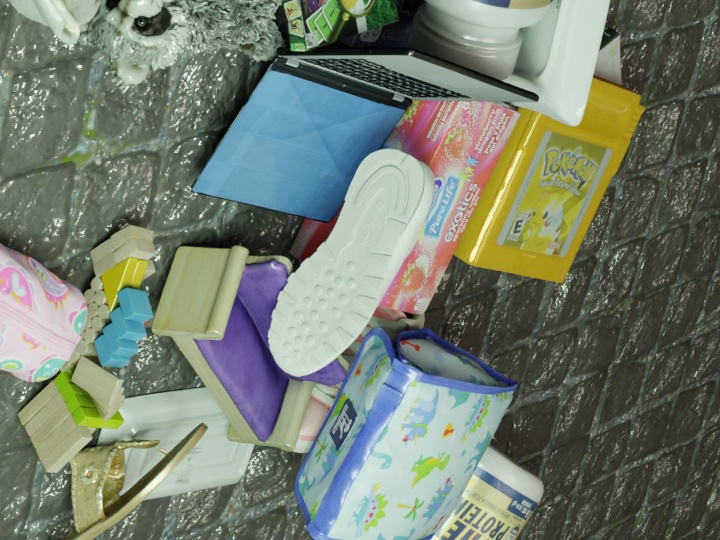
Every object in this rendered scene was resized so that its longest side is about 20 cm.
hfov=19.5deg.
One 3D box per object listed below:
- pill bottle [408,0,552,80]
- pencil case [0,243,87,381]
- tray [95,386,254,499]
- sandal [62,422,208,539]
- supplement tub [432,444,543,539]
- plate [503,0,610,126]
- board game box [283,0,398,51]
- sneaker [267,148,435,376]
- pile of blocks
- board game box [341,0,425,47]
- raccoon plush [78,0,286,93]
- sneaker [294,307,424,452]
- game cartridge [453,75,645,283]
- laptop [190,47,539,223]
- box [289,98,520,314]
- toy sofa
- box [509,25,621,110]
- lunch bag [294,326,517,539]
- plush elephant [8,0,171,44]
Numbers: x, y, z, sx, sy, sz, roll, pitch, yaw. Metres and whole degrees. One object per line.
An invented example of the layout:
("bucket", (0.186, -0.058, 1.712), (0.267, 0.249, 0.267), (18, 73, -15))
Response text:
("pill bottle", (0.104, -0.258, 1.655), (0.119, 0.119, 0.201), (-17, 131, -44))
("pencil case", (-0.277, 0.014, 1.487), (0.088, 0.087, 0.200), (-56, 147, -3))
("tray", (-0.152, 0.153, 1.808), (0.199, 0.022, 0.108), (-5, 121, -50))
("sandal", (-0.221, 0.179, 1.706), (0.212, 0.070, 0.078), (-45, -176, 12))
("supplement tub", (0.073, 0.256, 2.064), (0.201, 0.144, 0.144), (-58, 146, -1))
("plate", (0.152, -0.231, 1.738), (0.032, 0.200, 0.201), (9, 98, -21))
("board game box", (-0.026, -0.274, 1.566), (0.104, 0.023, 0.202), (-25, 112, -44))
("sneaker", (0.000, 0.000, 1.685), (0.201, 0.076, 0.080), (-56, 165, 2))
("pile of blocks", (-0.191, 0.064, 1.635), (0.062, 0.082, 0.201), (11, 107, -54))
("board game box", (0.055, -0.278, 1.717), (0.135, 0.034, 0.201), (-2, 117, -50))
("raccoon plush", (-0.124, -0.166, 1.539), (0.134, 0.097, 0.200), (-44, 145, -7))
("sneaker", (-0.011, 0.081, 1.881), (0.200, 0.075, 0.105), (-30, 142, -46))
("game cartridge", (0.182, -0.090, 1.969), (0.176, 0.032, 0.201), (9, 110, -54))
("laptop", (0.005, -0.102, 1.651), (0.187, 0.199, 0.117), (11, 85, -54))
("box", (0.038, -0.075, 1.799), (0.095, 0.099, 0.201), (12, 107, -54))
("toy sofa", (-0.087, 0.067, 1.734), (0.200, 0.097, 0.083), (63, 38, -53))
("box", (0.174, -0.125, 1.991), (0.200, 0.036, 0.145), (-40, 142, -27))
("lunch bag", (0.030, 0.146, 1.786), (0.171, 0.127, 0.200), (-63, 166, 10))
("plush elephant", (-0.179, -0.225, 1.362), (0.198, 0.165, 0.156), (-10, 115, -13))
